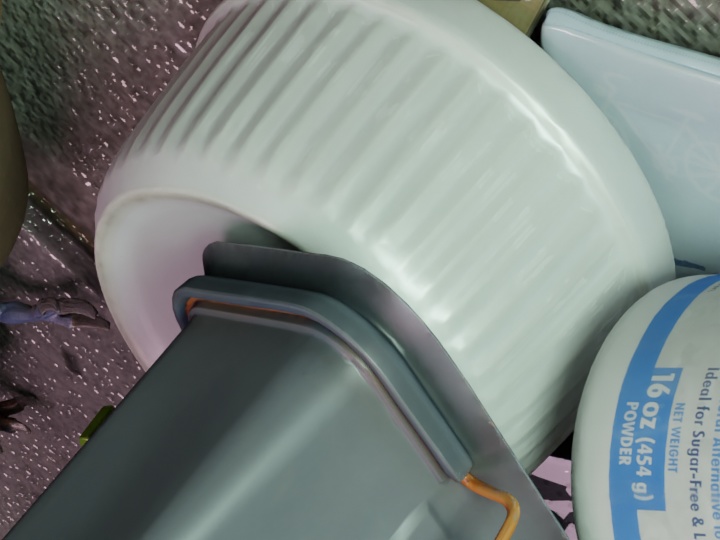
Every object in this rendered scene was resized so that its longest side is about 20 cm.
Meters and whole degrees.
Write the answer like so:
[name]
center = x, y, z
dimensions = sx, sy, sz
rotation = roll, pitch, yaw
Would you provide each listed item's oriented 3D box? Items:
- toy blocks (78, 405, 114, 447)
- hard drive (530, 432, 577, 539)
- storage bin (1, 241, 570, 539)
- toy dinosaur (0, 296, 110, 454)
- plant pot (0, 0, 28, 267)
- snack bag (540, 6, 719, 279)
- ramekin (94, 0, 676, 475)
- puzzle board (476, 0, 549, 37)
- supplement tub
[toy blocks]
center = -0.028, 0.143, 1.100
dimensions = 0.136, 0.100, 0.201
rotation = -4, 120, 29
[hard drive]
center = 0.011, 0.112, 0.998
dimensions = 0.198, 0.042, 0.136
rotation = 5, 120, 17
[storage bin]
center = -0.013, 0.114, 0.749
dimensions = 0.145, 0.134, 0.201
rotation = 8, 137, 55
[toy dinosaur]
center = -0.216, 0.043, 1.121
dimensions = 0.199, 0.105, 0.182
rotation = 14, 145, 33
[plant pot]
center = -0.214, -0.059, 0.959
dimensions = 0.199, 0.201, 0.175
rotation = 20, 160, 25
[snack bag]
center = 0.144, 0.002, 0.820
dimensions = 0.187, 0.021, 0.201
rotation = 19, 142, 26
[ramekin]
center = 0.000, 0.000, 0.842
dimensions = 0.199, 0.105, 0.201
rotation = 29, 147, 20
[puzzle board]
center = 0.004, -0.136, 0.795
dimensions = 0.150, 0.017, 0.200
rotation = 36, 146, 6
[supplement tub]
center = 0.175, 0.064, 0.729
dimensions = 0.199, 0.132, 0.132
rotation = -4, 129, 44
